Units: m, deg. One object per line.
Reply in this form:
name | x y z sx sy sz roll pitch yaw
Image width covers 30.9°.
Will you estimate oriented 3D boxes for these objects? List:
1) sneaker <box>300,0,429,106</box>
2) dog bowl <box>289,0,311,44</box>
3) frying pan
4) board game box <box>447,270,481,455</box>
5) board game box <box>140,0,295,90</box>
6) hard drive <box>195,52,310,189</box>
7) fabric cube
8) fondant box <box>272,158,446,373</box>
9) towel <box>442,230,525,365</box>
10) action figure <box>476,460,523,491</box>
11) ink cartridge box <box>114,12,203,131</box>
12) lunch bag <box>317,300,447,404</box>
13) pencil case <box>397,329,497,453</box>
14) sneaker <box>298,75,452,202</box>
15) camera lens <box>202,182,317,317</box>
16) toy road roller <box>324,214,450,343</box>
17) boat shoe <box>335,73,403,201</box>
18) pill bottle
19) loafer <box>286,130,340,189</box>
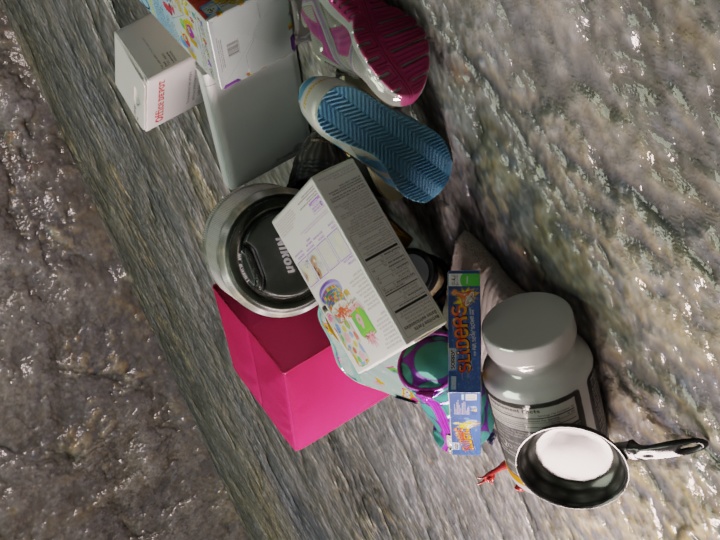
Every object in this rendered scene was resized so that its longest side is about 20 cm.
sneaker | 0.002 -0.235 1.343 0.200 0.081 0.088 59 149 28
dog bowl | -0.097 -0.347 1.488 0.200 0.059 0.200 52 161 26
frying pan | 0.234 0.174 1.283 0.115 0.031 0.190 38 128 -12
board game box | 0.112 0.103 1.398 0.200 0.034 0.136 79 -169 -63
board game box | -0.173 -0.318 1.475 0.200 0.103 0.105 48 159 32
hard drive | -0.133 -0.208 1.678 0.027 0.132 0.201 47 158 35
fabric cube | -0.075 0.096 1.892 0.200 0.196 0.200 48 159 34
fondant box | -0.005 -0.001 1.402 0.201 0.058 0.144 61 154 4
towel | 0.145 0.054 1.499 0.133 0.034 0.200 50 160 26
action figure | 0.190 0.214 1.533 0.065 0.099 0.200 47 160 37
ink cartridge box | -0.210 -0.281 1.663 0.084 0.199 0.145 55 161 11
lunch bag | 0.031 0.090 1.683 0.160 0.077 0.200 15 148 22
pencil case | 0.108 0.154 1.604 0.085 0.093 0.200 6 152 23
sneaker | 0.020 -0.145 1.386 0.200 0.077 0.081 35 -176 -35
camera lens | -0.116 -0.030 1.669 0.161 0.159 0.200 64 169 -12
toy road roller | 0.000 0.000 1.531 0.200 0.146 0.123 45 -173 12
boat shoe | 0.005 -0.167 1.467 0.063 0.074 0.202 31 152 41
pill bottle | 0.191 0.129 1.359 0.116 0.116 0.201 36 150 51
loafer | -0.055 -0.136 1.717 0.200 0.072 0.073 160 119 -79
